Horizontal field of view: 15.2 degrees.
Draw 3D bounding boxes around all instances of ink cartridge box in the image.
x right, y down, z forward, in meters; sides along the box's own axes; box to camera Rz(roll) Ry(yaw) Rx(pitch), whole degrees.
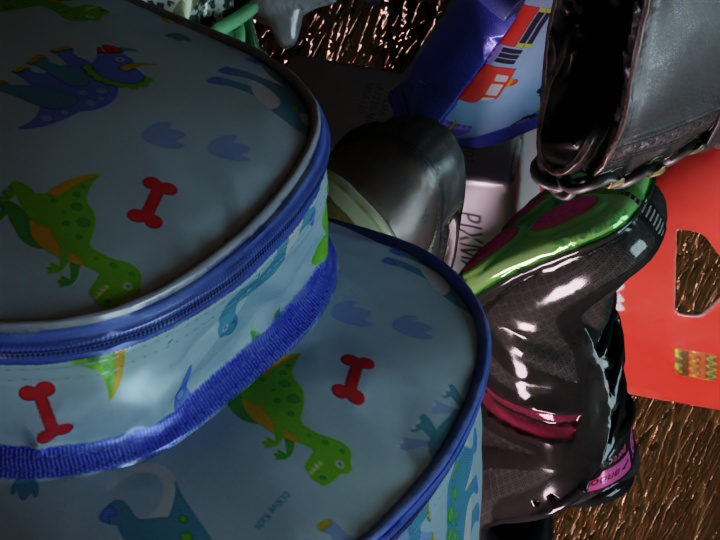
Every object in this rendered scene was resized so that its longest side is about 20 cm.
[{"bbox_3d":[0.060,0.007,0.998,0.200,0.173,0.044,80,24,-58],"label":"ink cartridge box"}]

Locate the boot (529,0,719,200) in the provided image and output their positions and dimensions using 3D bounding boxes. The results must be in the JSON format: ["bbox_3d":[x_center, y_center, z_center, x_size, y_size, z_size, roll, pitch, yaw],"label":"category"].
[{"bbox_3d":[0.117,-0.053,0.817,0.174,0.069,0.200,-20,127,-36],"label":"boot"}]

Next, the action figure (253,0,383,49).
[{"bbox_3d":[0.014,-0.156,0.853,0.194,0.105,0.200,-58,175,-7],"label":"action figure"}]

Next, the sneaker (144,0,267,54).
[{"bbox_3d":[-0.043,-0.045,0.792,0.077,0.089,0.200,-42,149,-51],"label":"sneaker"}]

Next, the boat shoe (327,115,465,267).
[{"bbox_3d":[-0.001,-0.001,0.905,0.066,0.072,0.201,-37,173,-14],"label":"boat shoe"}]

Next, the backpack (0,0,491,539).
[{"bbox_3d":[-0.073,0.028,0.620,0.183,0.200,0.147,-45,151,-47],"label":"backpack"}]

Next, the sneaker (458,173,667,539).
[{"bbox_3d":[0.068,0.034,0.909,0.077,0.084,0.200,-42,165,-34],"label":"sneaker"}]

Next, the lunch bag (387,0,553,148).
[{"bbox_3d":[0.097,-0.116,0.868,0.200,0.094,0.151,-34,167,-44],"label":"lunch bag"}]
